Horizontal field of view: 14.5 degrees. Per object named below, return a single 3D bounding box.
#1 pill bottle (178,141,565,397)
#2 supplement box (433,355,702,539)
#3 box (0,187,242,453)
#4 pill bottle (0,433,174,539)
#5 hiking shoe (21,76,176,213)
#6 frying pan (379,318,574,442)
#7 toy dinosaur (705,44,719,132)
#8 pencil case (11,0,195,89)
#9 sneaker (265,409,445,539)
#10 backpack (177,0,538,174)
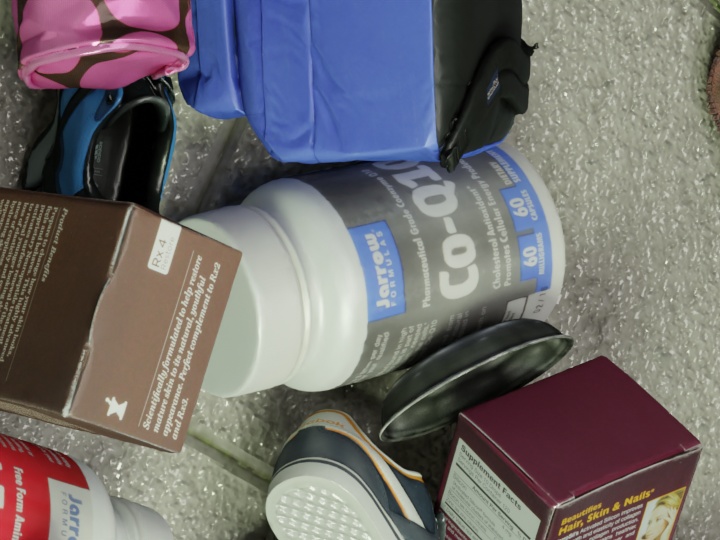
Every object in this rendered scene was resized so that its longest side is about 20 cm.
[{"bbox_3d":[0.000,0.000,1.498,0.200,0.114,0.114,-14,104,-36],"label":"pill bottle"},{"bbox_3d":[0.099,0.159,1.557,0.110,0.086,0.200,-18,137,-35],"label":"supplement box"},{"bbox_3d":[-0.151,0.017,1.329,0.075,0.200,0.100,23,82,-37],"label":"box"},{"bbox_3d":[-0.192,0.131,1.368,0.200,0.112,0.113,21,83,-37],"label":"pill bottle"},{"bbox_3d":[-0.118,-0.102,1.411,0.074,0.087,0.201,-2,97,-37],"label":"hiking shoe"},{"bbox_3d":[0.072,0.060,1.530,0.031,0.115,0.190,63,17,13],"label":"frying pan"},{"bbox_3d":[0.248,-0.138,1.696,0.135,0.086,0.200,20,100,-27],"label":"toy dinosaur"},{"bbox_3d":[-0.122,-0.183,1.353,0.093,0.091,0.201,6,75,-33],"label":"pencil case"},{"bbox_3d":[0.015,0.161,1.518,0.080,0.078,0.200,-75,147,-54],"label":"sneaker"},{"bbox_3d":[0.003,-0.138,1.456,0.200,0.167,0.163,-15,109,-70],"label":"backpack"}]
